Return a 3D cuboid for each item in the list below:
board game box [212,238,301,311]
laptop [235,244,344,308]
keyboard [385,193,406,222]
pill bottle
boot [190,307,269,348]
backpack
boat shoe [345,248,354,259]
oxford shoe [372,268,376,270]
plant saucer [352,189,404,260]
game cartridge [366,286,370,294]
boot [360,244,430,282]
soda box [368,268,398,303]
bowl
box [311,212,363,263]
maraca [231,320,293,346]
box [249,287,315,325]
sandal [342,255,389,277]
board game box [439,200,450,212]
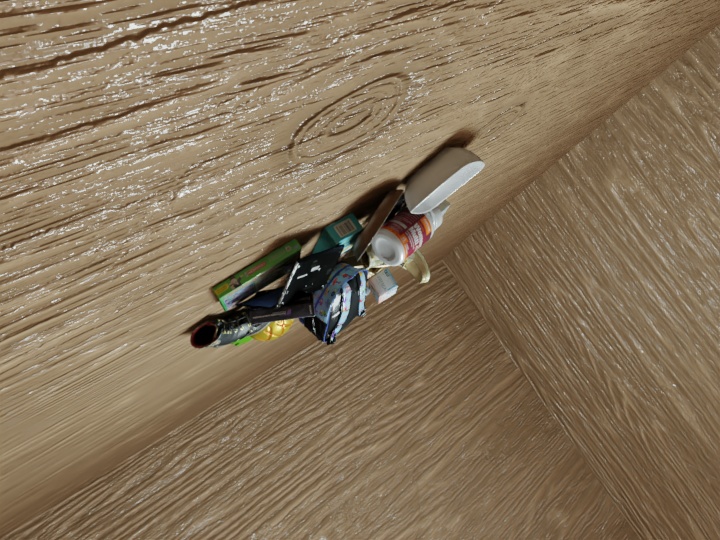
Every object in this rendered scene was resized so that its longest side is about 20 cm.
[{"bbox_3d":[-0.220,0.012,1.153,0.199,0.029,0.135,-33,171,-16],"label":"board game box"},{"bbox_3d":[-0.156,0.011,1.188,0.177,0.103,0.201,-24,147,-55],"label":"laptop"},{"bbox_3d":[0.089,-0.158,1.461,0.127,0.021,0.200,-32,172,-23],"label":"keyboard"},{"bbox_3d":[0.128,-0.106,1.420,0.200,0.110,0.110,-39,176,-33],"label":"pill bottle"},{"bbox_3d":[-0.310,0.135,1.306,0.203,0.074,0.154,-28,174,1],"label":"boot"},{"bbox_3d":[-0.066,0.067,1.403,0.182,0.134,0.201,-39,153,-38],"label":"backpack"},{"bbox_3d":[-0.030,-0.027,1.563,0.199,0.065,0.071,-32,172,-19],"label":"boat shoe"},{"bbox_3d":[0.050,-0.016,1.655,0.200,0.073,0.071,-39,170,25],"label":"oxford shoe"},{"bbox_3d":[0.036,-0.113,1.254,0.201,0.032,0.200,-56,-177,4],"label":"plant saucer"},{"bbox_3d":[-0.077,0.064,1.694,0.199,0.133,0.042,-16,116,-51],"label":"game cartridge"},{"bbox_3d":[0.086,-0.029,1.465,0.154,0.201,0.072,-21,156,-31],"label":"boot"},{"bbox_3d":[0.068,0.050,1.620,0.068,0.064,0.200,-31,172,-3],"label":"soda box"},{"bbox_3d":[0.198,-0.228,1.302,0.199,0.075,0.200,-38,170,23],"label":"bowl"},{"bbox_3d":[-0.063,-0.062,1.289,0.082,0.049,0.200,-31,171,-24],"label":"box"},{"bbox_3d":[-0.265,0.146,1.459,0.199,0.107,0.137,-34,165,-8],"label":"maraca"},{"bbox_3d":[-0.179,0.075,1.236,0.142,0.036,0.200,-8,-167,-6],"label":"box"},{"bbox_3d":[-0.002,-0.003,1.522,0.210,0.078,0.070,-3,121,-18],"label":"sandal"},{"bbox_3d":[0.184,-0.135,1.667,0.148,0.064,0.200,-44,172,-30],"label":"board game box"}]
